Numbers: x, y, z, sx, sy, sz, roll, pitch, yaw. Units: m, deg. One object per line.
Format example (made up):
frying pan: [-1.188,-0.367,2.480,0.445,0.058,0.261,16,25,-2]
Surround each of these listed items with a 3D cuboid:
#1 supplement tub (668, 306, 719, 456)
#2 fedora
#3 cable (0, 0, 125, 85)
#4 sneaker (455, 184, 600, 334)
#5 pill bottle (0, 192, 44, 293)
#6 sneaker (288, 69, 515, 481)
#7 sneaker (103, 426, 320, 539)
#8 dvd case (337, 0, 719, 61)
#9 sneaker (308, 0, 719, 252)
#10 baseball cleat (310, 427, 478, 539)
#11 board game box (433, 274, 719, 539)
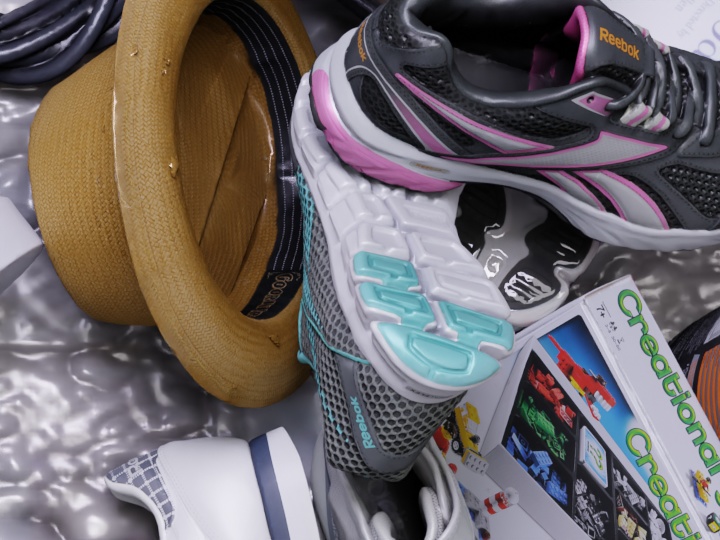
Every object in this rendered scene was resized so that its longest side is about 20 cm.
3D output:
supplement tub: [0.192,0.054,1.172,0.122,0.200,0.123,3,76,-14]
fedora: [-0.075,-0.039,1.168,0.082,0.200,0.202,-9,76,23]
cable: [-0.136,-0.172,1.201,0.163,0.051,0.200,45,77,-20]
sneaker: [0.090,-0.057,1.231,0.081,0.083,0.200,35,78,8]
pill bottle: [-0.216,-0.059,1.138,0.111,0.111,0.200,-40,89,-20]
sneaker: [0.000,0.000,1.143,0.077,0.091,0.200,14,35,-16]
sneaker: [-0.046,0.163,1.158,0.080,0.076,0.201,-9,75,-5]
dvd case: [0.086,-0.123,1.195,0.200,0.018,0.143,38,78,7]
sneaker: [0.087,-0.062,1.103,0.199,0.086,0.081,4,65,-19]
baseball cleat: [0.033,0.143,1.158,0.070,0.106,0.200,-30,81,-6]
board game box: [0.105,0.117,1.172,0.035,0.126,0.201,-23,83,-42]
